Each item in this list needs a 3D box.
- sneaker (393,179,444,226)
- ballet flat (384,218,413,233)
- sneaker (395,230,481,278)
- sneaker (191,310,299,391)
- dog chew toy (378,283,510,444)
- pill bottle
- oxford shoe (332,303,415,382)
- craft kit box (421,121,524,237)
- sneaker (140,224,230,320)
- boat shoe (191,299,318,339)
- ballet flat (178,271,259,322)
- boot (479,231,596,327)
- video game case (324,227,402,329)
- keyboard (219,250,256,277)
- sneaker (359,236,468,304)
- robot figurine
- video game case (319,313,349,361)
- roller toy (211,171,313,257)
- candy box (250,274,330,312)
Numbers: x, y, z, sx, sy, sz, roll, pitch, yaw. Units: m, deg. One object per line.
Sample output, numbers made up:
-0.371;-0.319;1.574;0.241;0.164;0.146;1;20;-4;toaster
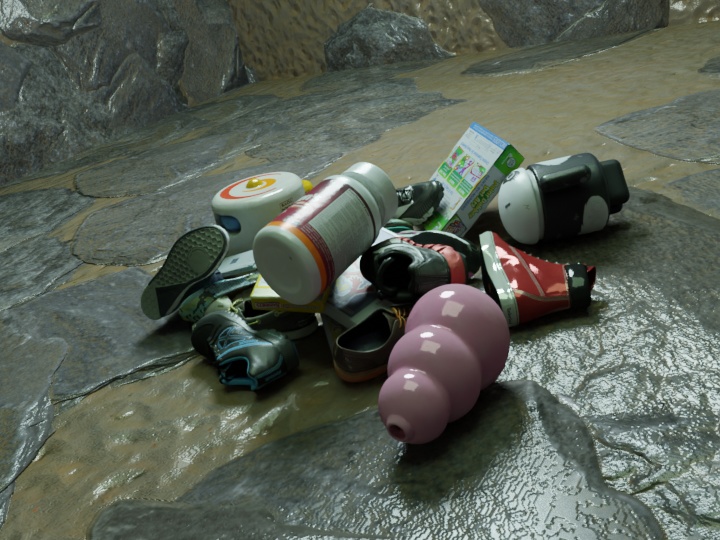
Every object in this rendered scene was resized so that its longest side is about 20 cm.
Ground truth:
0.058;-0.116;1.320;0.198;0.089;0.068;-20;54;49;sneaker
-0.004;-0.051;1.294;0.196;0.070;0.071;-24;48;-17;ballet flat
0.107;-0.035;1.195;0.196;0.083;0.086;12;22;36;sneaker
-0.176;0.108;1.022;0.196;0.075;0.081;6;31;41;sneaker
0.085;0.106;0.825;0.122;0.127;0.200;4;36;35;dog chew toy
-0.040;-0.055;0.991;0.108;0.112;0.200;7;38;40;pill bottle
0.058;0.075;0.937;0.196;0.074;0.072;-25;58;-11;oxford shoe
0.177;-0.150;1.315;0.198;0.048;0.201;-49;20;11;craft kit box
-0.254;-0.008;1.232;0.201;0.078;0.145;-41;-9;25;sneaker
-0.161;0.071;1.117;0.196;0.062;0.072;-9;22;12;boat shoe
-0.188;0.046;1.194;0.196;0.076;0.074;-23;24;-12;ballet flat
0.242;-0.001;1.045;0.140;0.074;0.202;-12;31;1;boot
0.000;0.000;1.088;0.181;0.023;0.198;-34;44;-30;video game case
-0.225;-0.010;1.329;0.197;0.011;0.057;-11;32;48;keyboard
0.044;-0.001;0.960;0.096;0.073;0.199;-7;10;-32;sneaker
0.314;-0.115;1.189;0.194;0.153;0.126;-12;35;2;robot figurine
0.033;0.051;1.058;0.177;0.023;0.201;-16;34;-5;video game case
-0.185;-0.107;1.440;0.194;0.143;0.183;-11;23;5;roller toy
-0.081;-0.017;1.073;0.099;0.027;0.202;4;39;9;candy box
